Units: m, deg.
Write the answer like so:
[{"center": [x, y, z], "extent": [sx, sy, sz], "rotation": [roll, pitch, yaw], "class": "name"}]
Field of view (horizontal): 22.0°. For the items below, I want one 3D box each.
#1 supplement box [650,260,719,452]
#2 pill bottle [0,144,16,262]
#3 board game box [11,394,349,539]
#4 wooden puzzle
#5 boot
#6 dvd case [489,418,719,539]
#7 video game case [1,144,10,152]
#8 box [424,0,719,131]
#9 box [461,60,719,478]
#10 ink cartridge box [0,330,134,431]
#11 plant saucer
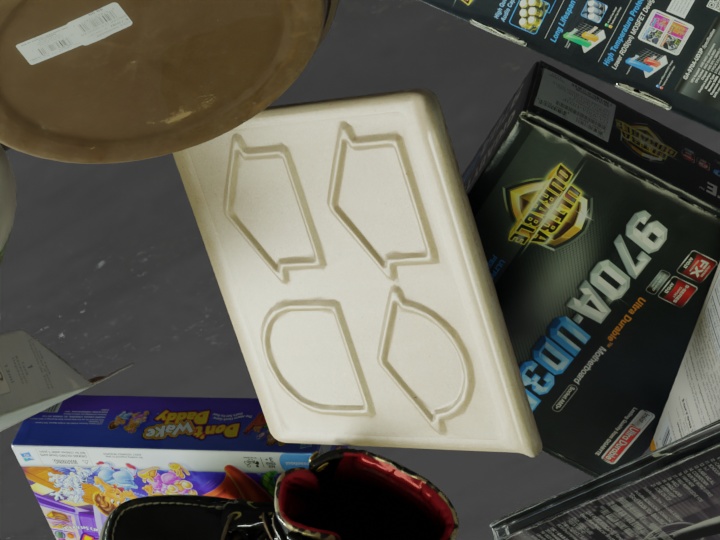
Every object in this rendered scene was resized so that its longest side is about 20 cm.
[{"center": [0.223, 0.054, 0.878], "extent": [0.124, 0.074, 0.201], "rotation": [-4, 143, -10], "class": "supplement box"}, {"center": [-0.254, 0.000, 1.002], "extent": [0.110, 0.112, 0.200], "rotation": [26, 149, -6], "class": "pill bottle"}, {"center": [-0.098, 0.140, 1.134], "extent": [0.198, 0.045, 0.135], "rotation": [-1, 131, 20], "class": "board game box"}, {"center": [0.000, 0.000, 0.925], "extent": [0.199, 0.046, 0.187], "rotation": [1, 115, 45], "class": "wooden puzzle"}, {"center": [-0.044, 0.146, 1.010], "extent": [0.198, 0.074, 0.151], "rotation": [16, 152, -1], "class": "boot"}, {"center": [0.180, 0.112, 0.868], "extent": [0.199, 0.016, 0.149], "rotation": [-27, 139, 22], "class": "dvd case"}, {"center": [-0.201, -0.157, 0.914], "extent": [0.181, 0.022, 0.200], "rotation": [-24, 121, 34], "class": "video game case"}, {"center": [0.127, -0.167, 0.761], "extent": [0.157, 0.046, 0.201], "rotation": [23, 135, -2], "class": "box"}, {"center": [0.111, 0.008, 0.938], "extent": [0.158, 0.046, 0.201], "rotation": [27, 134, -6], "class": "box"}, {"center": [-0.234, 0.078, 1.026], "extent": [0.159, 0.200, 0.048], "rotation": [-25, 89, 16], "class": "ink cartridge box"}, {"center": [-0.100, -0.107, 0.823], "extent": [0.198, 0.030, 0.201], "rotation": [-13, 151, -7], "class": "plant saucer"}]
